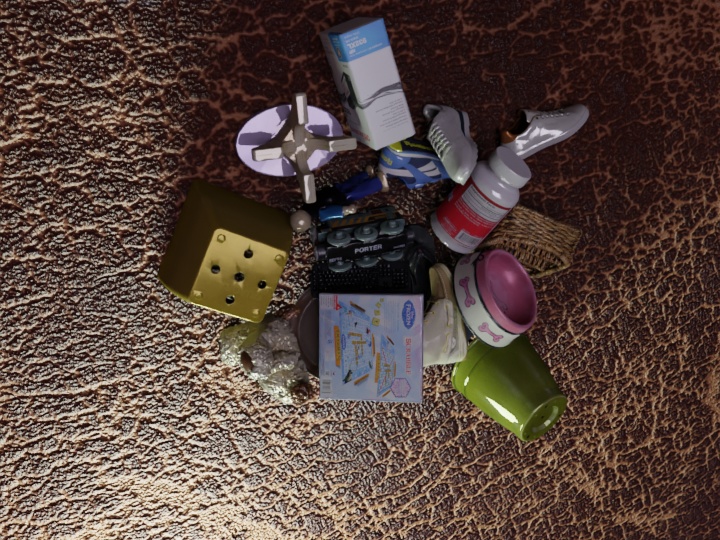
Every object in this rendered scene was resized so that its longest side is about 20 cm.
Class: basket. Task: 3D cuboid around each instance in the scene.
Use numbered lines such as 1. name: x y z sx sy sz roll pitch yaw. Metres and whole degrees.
1. basket: 0.343 -0.052 1.389 0.198 0.143 0.151 18 101 -24

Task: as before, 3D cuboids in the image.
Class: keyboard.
1. keyboard: 0.000 0.000 1.305 0.197 0.040 0.105 -2 68 -5

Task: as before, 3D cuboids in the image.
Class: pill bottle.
1. pill bottle: 0.234 -0.137 1.296 0.111 0.113 0.200 21 128 -25

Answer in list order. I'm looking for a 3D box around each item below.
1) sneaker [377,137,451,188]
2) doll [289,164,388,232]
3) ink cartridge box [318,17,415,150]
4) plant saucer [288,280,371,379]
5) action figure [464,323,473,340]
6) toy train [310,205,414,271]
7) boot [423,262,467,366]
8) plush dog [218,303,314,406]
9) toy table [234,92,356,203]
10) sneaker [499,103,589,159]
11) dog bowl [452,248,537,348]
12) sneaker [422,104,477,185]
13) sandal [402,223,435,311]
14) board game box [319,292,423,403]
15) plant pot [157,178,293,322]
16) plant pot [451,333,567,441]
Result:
1. sneaker: 0.117 -0.202 1.295 0.198 0.074 0.083 10 124 -30
2. doll: -0.044 -0.129 1.231 0.199 0.136 0.049 -30 127 -21
3. ink cartridge box: 0.011 -0.328 1.169 0.083 0.145 0.202 -24 115 -9
4. plant saucer: -0.045 0.118 1.323 0.197 0.032 0.203 -1 83 8
5. action figure: 0.227 0.087 1.418 0.192 0.104 0.202 -31 125 -23
6. toy train: 0.000 -0.064 1.277 0.197 0.114 0.086 -12 126 -13
7. boot: 0.123 0.096 1.321 0.153 0.072 0.203 -11 92 -17
8. plush dog: -0.157 0.173 1.268 0.160 0.199 0.173 -32 110 -26
9. toy table: -0.113 -0.221 1.179 0.198 0.117 0.186 -22 115 -12
10. sneaker: 0.371 -0.299 1.350 0.198 0.073 0.085 -30 118 -6
11. dog bowl: 0.274 0.047 1.329 0.199 0.202 0.073 36 137 -27
12. sneaker: 0.162 -0.235 1.239 0.080 0.201 0.077 18 130 -22
13. sandal: 0.130 -0.001 1.383 0.074 0.048 0.203 -19 115 -13
14. board game box: 0.021 0.143 1.260 0.197 0.041 0.203 1 93 10
15. plant pot: -0.226 -0.018 1.176 0.198 0.176 0.202 20 101 -25
16. plant pot: 0.331 0.250 1.429 0.198 0.193 0.202 -22 136 -23
